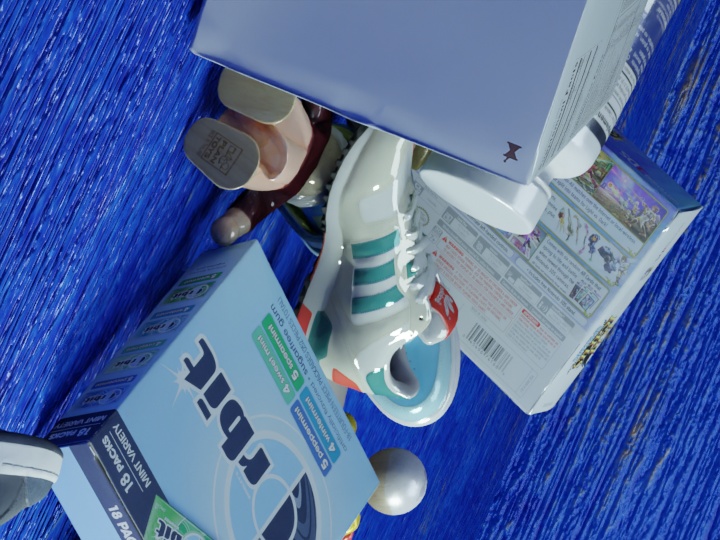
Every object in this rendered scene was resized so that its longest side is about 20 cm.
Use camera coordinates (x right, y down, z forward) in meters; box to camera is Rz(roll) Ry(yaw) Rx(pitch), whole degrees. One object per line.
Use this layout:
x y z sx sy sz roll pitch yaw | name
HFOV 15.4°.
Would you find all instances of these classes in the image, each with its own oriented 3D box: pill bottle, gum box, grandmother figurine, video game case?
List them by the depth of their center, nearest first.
-0.079 0.108 1.455 0.171 0.044 0.200 64 35 -21 | gum box
-0.046 -0.066 1.492 0.121 0.061 0.200 -51 169 6 | grandmother figurine
0.119 -0.129 1.694 0.201 0.111 0.111 -61 169 -10 | pill bottle
0.103 -0.037 1.796 0.045 0.200 0.182 -12 142 -58 | video game case

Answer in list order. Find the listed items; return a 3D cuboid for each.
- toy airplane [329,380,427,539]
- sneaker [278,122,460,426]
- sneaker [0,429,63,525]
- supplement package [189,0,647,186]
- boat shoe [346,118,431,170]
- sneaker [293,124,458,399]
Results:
-0.025 0.121 1.750 0.199 0.140 0.201 -53 153 -75 | toy airplane
0.000 0.000 1.659 0.131 0.079 0.201 15 58 -73 | sneaker
-0.192 0.126 1.063 0.202 0.077 0.147 12 89 -70 | sneaker
0.046 -0.165 1.375 0.200 0.190 0.148 -44 154 -67 | supplement package
0.022 -0.131 1.670 0.072 0.066 0.201 -58 -167 24 | boat shoe
0.022 -0.009 1.562 0.070 0.093 0.201 -53 164 -55 | sneaker
